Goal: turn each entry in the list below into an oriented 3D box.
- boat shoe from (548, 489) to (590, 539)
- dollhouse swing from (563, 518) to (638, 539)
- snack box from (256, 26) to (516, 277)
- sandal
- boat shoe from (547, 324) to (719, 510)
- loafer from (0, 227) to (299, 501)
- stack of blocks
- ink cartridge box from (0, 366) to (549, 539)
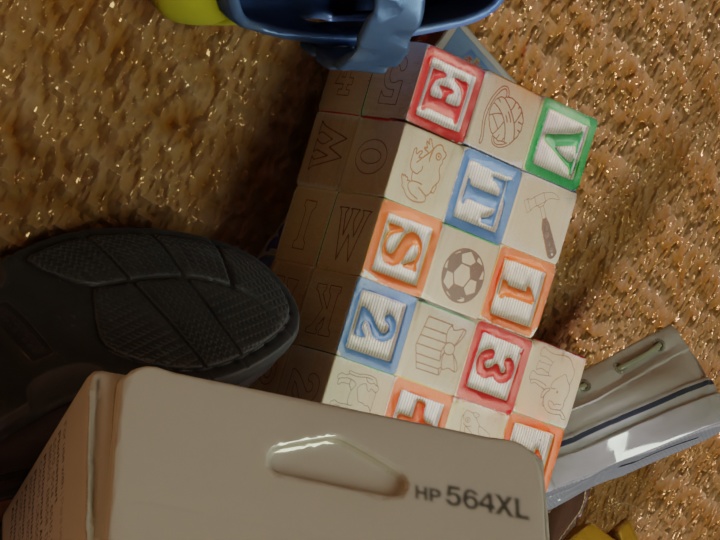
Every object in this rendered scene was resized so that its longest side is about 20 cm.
[{"bbox_3d":[0.070,0.165,1.080,0.202,0.075,0.075,-35,143,-43],"label":"boat shoe"},{"bbox_3d":[0.071,0.268,1.225,0.200,0.175,0.183,-27,96,-49],"label":"dollhouse swing"},{"bbox_3d":[0.000,0.000,0.818,0.072,0.024,0.201,44,71,-30],"label":"snack box"},{"bbox_3d":[0.016,-0.107,0.720,0.200,0.087,0.080,-26,135,-53],"label":"sandal"},{"bbox_3d":[0.091,0.082,1.056,0.199,0.067,0.074,-17,162,-31],"label":"boat shoe"},{"bbox_3d":[-0.104,0.036,0.673,0.199,0.072,0.063,-15,148,-49],"label":"loafer"},{"bbox_3d":[0.023,0.028,0.786,0.115,0.058,0.202,19,85,-36],"label":"stack of blocks"},{"bbox_3d":[-0.046,0.123,0.664,0.200,0.145,0.085,127,-31,-51],"label":"ink cartridge box"}]
